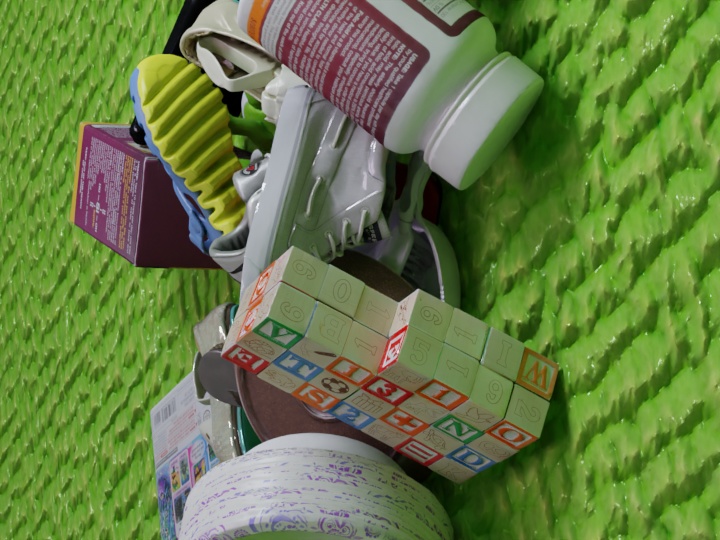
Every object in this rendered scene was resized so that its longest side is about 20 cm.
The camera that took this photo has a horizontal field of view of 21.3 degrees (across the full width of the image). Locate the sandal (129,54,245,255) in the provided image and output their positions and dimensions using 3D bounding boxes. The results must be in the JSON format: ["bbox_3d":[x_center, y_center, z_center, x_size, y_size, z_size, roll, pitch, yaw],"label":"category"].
[{"bbox_3d":[-0.136,-0.084,1.592,0.087,0.079,0.201,-12,107,58],"label":"sandal"}]

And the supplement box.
[{"bbox_3d":[-0.180,-0.072,1.800,0.200,0.130,0.104,28,113,62],"label":"supplement box"}]

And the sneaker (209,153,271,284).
[{"bbox_3d":[-0.046,-0.067,1.451,0.201,0.088,0.074,-57,23,21],"label":"sneaker"}]

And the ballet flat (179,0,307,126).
[{"bbox_3d":[-0.069,-0.148,1.520,0.200,0.069,0.070,36,121,31],"label":"ballet flat"}]

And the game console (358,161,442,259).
[{"bbox_3d":[0.000,0.000,1.555,0.172,0.118,0.202,-61,-19,-79],"label":"game console"}]

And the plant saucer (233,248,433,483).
[{"bbox_3d":[-0.021,0.083,1.435,0.199,0.034,0.202,10,110,30],"label":"plant saucer"}]

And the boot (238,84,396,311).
[{"bbox_3d":[-0.026,-0.030,1.376,0.074,0.095,0.202,46,-124,-82],"label":"boot"}]

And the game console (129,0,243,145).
[{"bbox_3d":[-0.134,-0.231,1.730,0.117,0.175,0.201,53,138,23],"label":"game console"}]

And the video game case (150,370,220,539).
[{"bbox_3d":[-0.149,0.187,1.821,0.200,0.024,0.184,-41,51,54],"label":"video game case"}]

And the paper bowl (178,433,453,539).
[{"bbox_3d":[-0.031,0.196,1.393,0.201,0.199,0.105,124,160,-44],"label":"paper bowl"}]

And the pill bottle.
[{"bbox_3d":[0.022,-0.154,1.331,0.200,0.114,0.114,40,132,10],"label":"pill bottle"}]

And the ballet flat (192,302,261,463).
[{"bbox_3d":[-0.116,0.122,1.710,0.062,0.067,0.201,-26,50,23],"label":"ballet flat"}]

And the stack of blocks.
[{"bbox_3d":[0.019,0.062,1.302,0.115,0.199,0.059,-40,26,56],"label":"stack of blocks"}]

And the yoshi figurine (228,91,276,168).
[{"bbox_3d":[-0.090,-0.117,1.668,0.112,0.111,0.202,-147,61,-78],"label":"yoshi figurine"}]

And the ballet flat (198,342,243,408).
[{"bbox_3d":[-0.037,0.108,1.504,0.199,0.046,0.068,25,116,22],"label":"ballet flat"}]

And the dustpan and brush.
[{"bbox_3d":[0.033,-0.021,1.424,0.139,0.057,0.201,34,106,38],"label":"dustpan and brush"}]
